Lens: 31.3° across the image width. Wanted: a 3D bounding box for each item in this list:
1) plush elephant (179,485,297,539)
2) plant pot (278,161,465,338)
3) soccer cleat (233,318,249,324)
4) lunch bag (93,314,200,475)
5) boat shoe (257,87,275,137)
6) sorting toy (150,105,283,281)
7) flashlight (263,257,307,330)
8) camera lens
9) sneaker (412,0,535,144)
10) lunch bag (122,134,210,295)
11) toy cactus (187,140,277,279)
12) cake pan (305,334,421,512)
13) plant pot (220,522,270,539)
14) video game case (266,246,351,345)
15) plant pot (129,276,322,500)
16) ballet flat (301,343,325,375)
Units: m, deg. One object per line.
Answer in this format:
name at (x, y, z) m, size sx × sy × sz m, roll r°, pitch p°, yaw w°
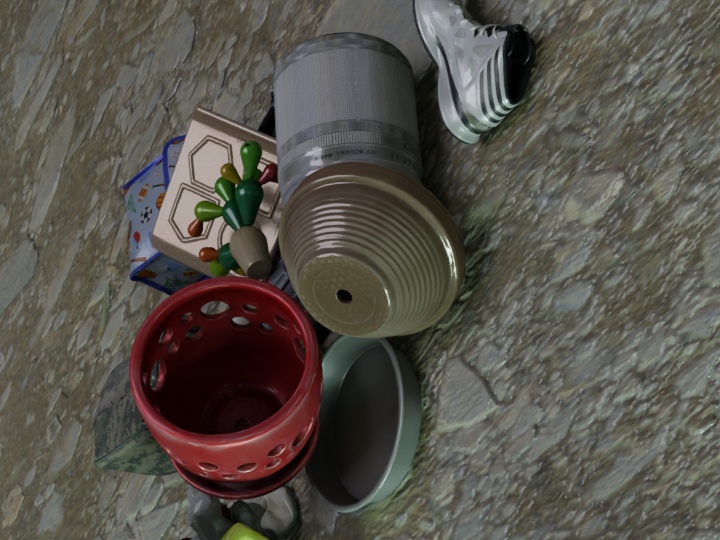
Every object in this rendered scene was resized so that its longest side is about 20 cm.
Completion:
plush elephant at (-0.161, 0.316, 1.519) m, size 0.165 × 0.199 × 0.155 m, roll -47°, pitch 19°, yaw 20°
plant pot at (0.000, 0.000, 1.298) m, size 0.201 × 0.200 × 0.093 m, roll -46°, pitch 10°, yaw 40°
soccer cleat at (-0.145, 0.149, 1.625) m, size 0.077 × 0.069 × 0.202 m, roll 0°, pitch 77°, yaw 36°
lunch bag at (-0.265, 0.167, 1.728) m, size 0.200 × 0.138 × 0.169 m, roll -35°, pitch 52°, yaw 46°
boat shoe at (-0.088, -0.208, 1.644) m, size 0.201 × 0.062 × 0.073 m, roll -63°, pitch 36°, yaw 23°
sorting toy at (-0.167, -0.088, 1.649) m, size 0.184 × 0.036 × 0.202 m, roll 24°, pitch 103°, yaw 25°
flashlight at (-0.121, 0.069, 1.537) m, size 0.200 × 0.068 × 0.068 m, roll -48°, pitch 4°, yaw 29°
camera lens at (-0.014, -0.146, 1.418) m, size 0.160 × 0.159 × 0.202 m, roll -33°, pitch 53°, yaw 48°
sneaker at (0.127, -0.242, 1.328) m, size 0.115 × 0.075 × 0.202 m, roll -30°, pitch 63°, yaw 39°
lunch bag at (-0.234, -0.087, 1.787) m, size 0.199 × 0.123 × 0.171 m, roll -32°, pitch 53°, yaw 31°
toy cactus at (-0.137, -0.050, 1.543) m, size 0.201 × 0.101 × 0.166 m, roll -59°, pitch 38°, yaw 30°
cake pan at (0.001, 0.163, 1.407) m, size 0.200 × 0.036 × 0.202 m, roll -24°, pitch 60°, yaw 52°
plant pot at (-0.126, 0.415, 1.334) m, size 0.181 × 0.198 × 0.201 m, roll -44°, pitch 11°, yaw 51°
video game case at (-0.052, -0.023, 1.562) m, size 0.201 × 0.025 × 0.181 m, roll -57°, pitch 37°, yaw 30°
plant pot at (-0.133, 0.136, 1.385) m, size 0.183 × 0.198 × 0.202 m, roll 79°, pitch 179°, yaw -57°
ballet flat at (-0.098, 0.165, 1.536) m, size 0.201 × 0.067 × 0.072 m, roll -59°, pitch -4°, yaw 16°
